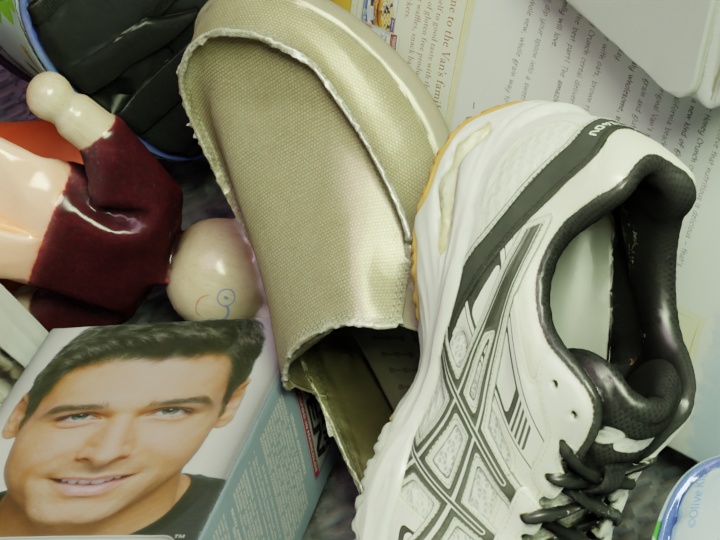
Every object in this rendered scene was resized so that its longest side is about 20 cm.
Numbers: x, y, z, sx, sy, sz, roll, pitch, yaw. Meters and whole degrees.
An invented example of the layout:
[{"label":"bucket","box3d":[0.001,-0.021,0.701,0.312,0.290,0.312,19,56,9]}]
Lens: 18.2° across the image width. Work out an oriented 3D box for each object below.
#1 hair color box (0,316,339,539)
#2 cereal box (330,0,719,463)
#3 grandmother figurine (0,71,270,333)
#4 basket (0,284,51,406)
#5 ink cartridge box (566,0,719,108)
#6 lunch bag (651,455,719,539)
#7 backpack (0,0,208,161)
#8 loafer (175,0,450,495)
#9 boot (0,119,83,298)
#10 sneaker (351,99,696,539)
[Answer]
[{"label":"hair color box","box3d":[-0.081,0.091,0.703,0.098,0.061,0.200,-3,28,17]},{"label":"cereal box","box3d":[0.074,-0.032,0.719,0.199,0.145,0.039,28,35,22]},{"label":"grandmother figurine","box3d":[-0.110,-0.014,0.788,0.199,0.121,0.061,15,52,-11]},{"label":"basket","box3d":[-0.216,0.068,0.778,0.199,0.136,0.124,-2,64,18]},{"label":"ink cartridge box","box3d":[0.138,-0.151,0.677,0.199,0.084,0.146,-26,52,-25]},{"label":"lunch bag","box3d":[0.141,0.148,0.639,0.159,0.076,0.201,4,62,25]},{"label":"backpack","box3d":[-0.069,-0.154,0.829,0.147,0.183,0.200,30,81,39]},{"label":"loafer","box3d":[0.000,0.000,0.717,0.076,0.068,0.201,-31,91,42]},{"label":"boot","box3d":[-0.181,-0.029,0.838,0.199,0.107,0.075,-10,56,12]},{"label":"sneaker","box3d":[0.052,0.052,0.655,0.087,0.075,0.201,13,101,56]}]
